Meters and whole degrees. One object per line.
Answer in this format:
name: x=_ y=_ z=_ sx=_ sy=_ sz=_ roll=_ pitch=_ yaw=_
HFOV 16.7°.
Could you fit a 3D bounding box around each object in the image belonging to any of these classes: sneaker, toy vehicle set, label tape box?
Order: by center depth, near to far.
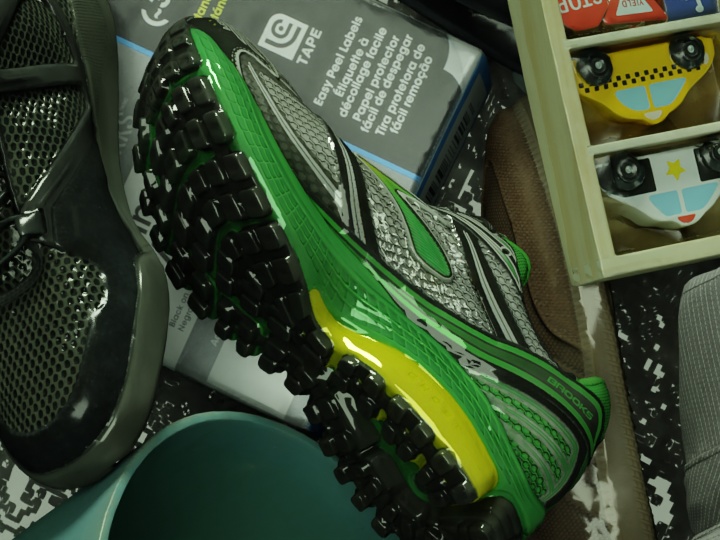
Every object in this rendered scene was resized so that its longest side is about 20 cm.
sneaker: x=-0.122 y=-0.029 z=0.754 sx=0.076 sy=0.114 sz=0.200 roll=-30 pitch=54 yaw=28
sneaker: x=0.000 y=0.000 z=0.792 sx=0.085 sy=0.078 sz=0.200 roll=-35 pitch=87 yaw=-33
toy vehicle set: x=0.149 y=-0.075 z=0.809 sx=0.199 sy=0.027 sz=0.125 roll=-12 pitch=85 yaw=-20
sneaker: x=0.054 y=0.042 z=0.837 sx=0.075 sy=0.070 sz=0.201 roll=-11 pitch=84 yaw=6
label tape box: x=-0.074 y=-0.048 z=0.861 sx=0.199 sy=0.063 sz=0.145 roll=25 pitch=88 yaw=7

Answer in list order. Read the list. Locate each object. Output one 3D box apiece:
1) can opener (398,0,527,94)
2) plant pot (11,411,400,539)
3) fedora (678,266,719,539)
can opener: x=0.095 y=-0.072 z=0.847 sx=0.199 sy=0.079 sz=0.063 roll=30 pitch=126 yaw=-5
plant pot: x=-0.070 y=0.168 z=0.782 sx=0.161 sy=0.200 sz=0.201 roll=-28 pitch=82 yaw=29
fedora: x=0.163 y=0.029 z=0.768 sx=0.199 sy=0.177 sz=0.091 roll=-10 pitch=77 yaw=-33
